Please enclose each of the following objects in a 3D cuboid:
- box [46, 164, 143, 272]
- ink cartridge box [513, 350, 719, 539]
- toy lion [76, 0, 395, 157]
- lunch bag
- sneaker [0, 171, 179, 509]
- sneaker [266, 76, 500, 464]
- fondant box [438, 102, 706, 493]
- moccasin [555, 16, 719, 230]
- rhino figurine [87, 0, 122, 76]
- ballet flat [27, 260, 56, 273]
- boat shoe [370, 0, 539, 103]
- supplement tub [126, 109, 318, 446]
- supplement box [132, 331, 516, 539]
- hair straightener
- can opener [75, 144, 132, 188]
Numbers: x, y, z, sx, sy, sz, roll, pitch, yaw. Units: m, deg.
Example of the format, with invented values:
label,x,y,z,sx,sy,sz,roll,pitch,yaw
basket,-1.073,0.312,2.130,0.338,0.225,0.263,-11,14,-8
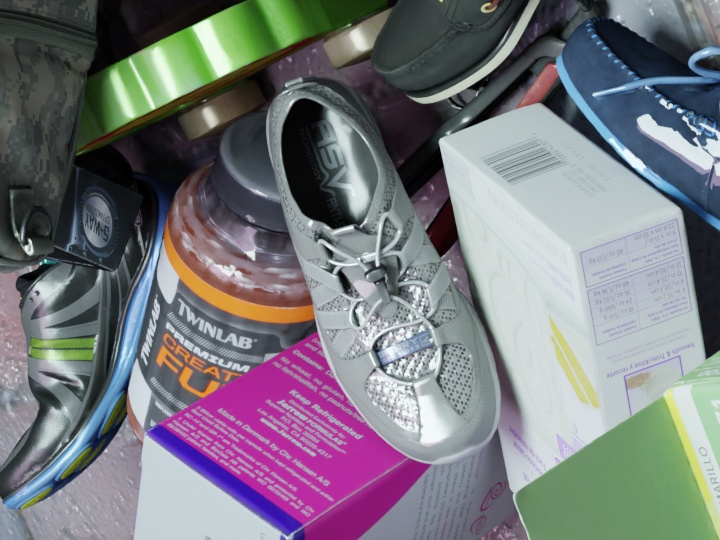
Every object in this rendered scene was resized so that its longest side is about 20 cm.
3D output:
label,x,y,z,sx,sy,sz,roll,pitch,yaw
box,-0.228,-0.054,1.361,0.200,0.160,0.044,9,78,55
ink cartridge box,0.166,0.113,1.127,0.048,0.200,0.146,-12,103,47
toy lion,-0.084,-0.097,1.287,0.200,0.192,0.069,-22,95,48
lunch bag,-0.222,-0.086,1.162,0.200,0.139,0.168,5,88,21
sneaker,-0.157,0.037,1.469,0.083,0.071,0.200,22,95,6
sneaker,0.000,0.000,1.240,0.075,0.082,0.200,-28,80,5
fondant box,0.105,0.041,1.222,0.144,0.058,0.200,-135,27,-59
moccasin,0.176,-0.055,1.149,0.200,0.080,0.068,39,121,17
rhino figurine,-0.156,-0.171,1.416,0.087,0.060,0.200,25,135,27
ballet flat,-0.170,-0.037,1.516,0.062,0.067,0.200,-160,53,-73
boat shoe,0.060,-0.148,1.198,0.201,0.063,0.074,-43,44,44
supplement tub,-0.057,0.013,1.381,0.107,0.107,0.200,38,136,23
supplement box,-0.010,0.102,1.319,0.103,0.200,0.101,33,131,29
hair straightener,0.051,-0.087,1.274,0.077,0.041,0.200,48,136,13
can opener,-0.179,-0.099,1.360,0.079,0.063,0.200,16,166,27
